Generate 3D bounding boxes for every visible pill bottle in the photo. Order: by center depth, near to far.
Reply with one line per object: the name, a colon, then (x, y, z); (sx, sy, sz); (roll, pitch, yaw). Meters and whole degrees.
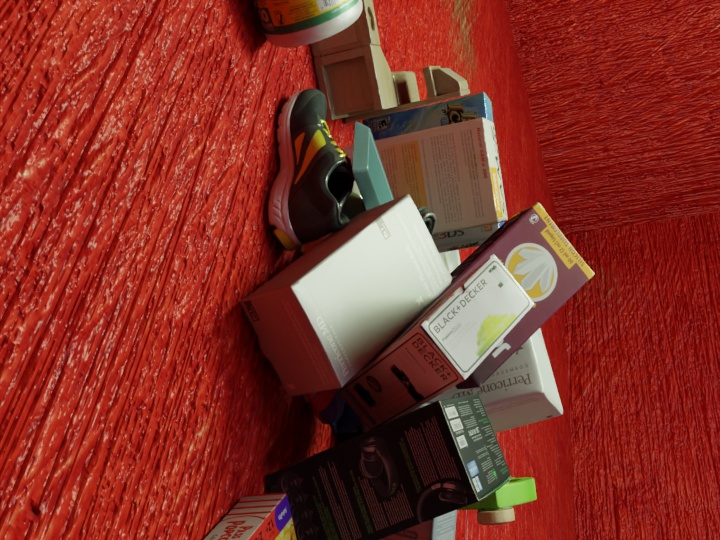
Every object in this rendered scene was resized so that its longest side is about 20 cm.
pill bottle: (-0.076, -0.342, 0.867); (0.114, 0.110, 0.203); (-71, 148, -53)

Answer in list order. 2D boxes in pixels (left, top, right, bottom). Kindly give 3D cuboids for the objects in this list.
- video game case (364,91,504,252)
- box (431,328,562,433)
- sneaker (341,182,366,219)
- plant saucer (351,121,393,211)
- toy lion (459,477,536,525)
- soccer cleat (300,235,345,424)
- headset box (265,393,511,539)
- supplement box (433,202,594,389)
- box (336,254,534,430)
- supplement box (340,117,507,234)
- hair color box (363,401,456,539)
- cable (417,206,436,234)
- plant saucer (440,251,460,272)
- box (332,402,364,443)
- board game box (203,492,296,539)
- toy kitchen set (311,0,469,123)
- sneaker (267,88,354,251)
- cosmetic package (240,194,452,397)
video game case: (0.101, -0.127, 1.191); (0.045, 0.177, 0.205); (20, 63, -68)
box: (0.150, 0.126, 1.167); (0.200, 0.195, 0.175); (40, 36, -65)
sneaker: (0.000, 0.000, 1.032); (0.090, 0.066, 0.203); (-62, 139, -51)
plant saucer: (0.024, -0.073, 0.964); (0.201, 0.019, 0.071); (66, 22, -52)
toy lion: (0.150, 0.299, 1.155); (0.190, 0.197, 0.070); (9, 71, -50)
soccer cleat: (-0.024, 0.057, 0.909); (0.067, 0.075, 0.205); (39, 46, -63)
headset box: (0.027, 0.201, 0.830); (0.094, 0.197, 0.174); (68, 15, 13)
supplement box: (0.160, 0.031, 1.012); (0.111, 0.199, 0.086); (49, -15, -1)
box: (0.065, 0.075, 0.822); (0.060, 0.200, 0.116); (48, 56, 3)
supplement box: (0.077, -0.108, 1.085); (0.073, 0.196, 0.129); (-13, 94, -70)
hair color box: (0.053, 0.248, 0.952); (0.060, 0.097, 0.205); (8, 86, -58)
cable: (0.046, 0.022, 0.992); (0.096, 0.202, 0.051); (5, 36, -49)
plant saucer: (0.120, -0.005, 1.400); (0.200, 0.049, 0.205); (-8, 90, -72)
box: (0.014, 0.197, 1.035); (0.122, 0.032, 0.203); (-72, 147, -52)
board game box: (-0.084, 0.303, 0.676); (0.151, 0.045, 0.205); (-35, 115, -69)
toy kitchen set: (0.043, -0.300, 1.120); (0.200, 0.160, 0.185); (-36, 116, -69)
sneaker: (-0.042, -0.111, 0.913); (0.075, 0.083, 0.204); (55, 32, -54)
cosmetic package: (-0.009, 0.021, 0.831); (0.200, 0.089, 0.108); (-42, 108, -45)
